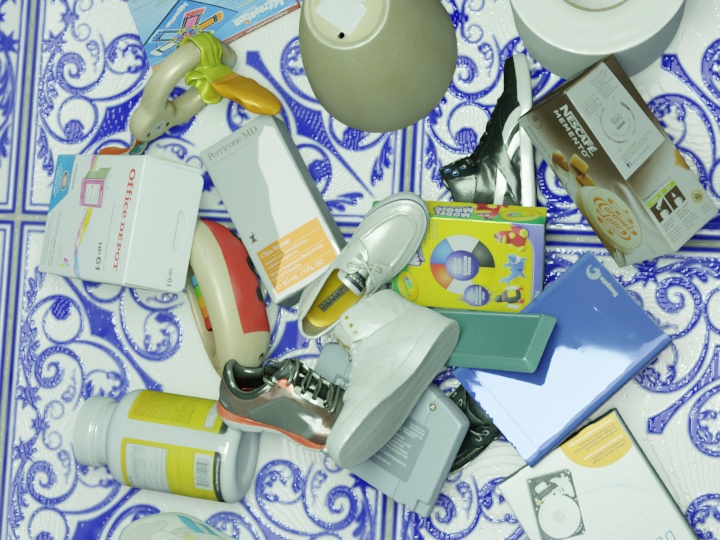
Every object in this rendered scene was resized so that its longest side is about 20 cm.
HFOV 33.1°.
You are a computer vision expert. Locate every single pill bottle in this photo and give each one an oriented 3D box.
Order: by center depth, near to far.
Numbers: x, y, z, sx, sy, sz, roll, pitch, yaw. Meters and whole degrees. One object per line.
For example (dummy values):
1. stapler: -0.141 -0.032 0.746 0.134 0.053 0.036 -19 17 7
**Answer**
1. pill bottle: -0.223 0.198 1.396 0.197 0.112 0.114 7 87 12

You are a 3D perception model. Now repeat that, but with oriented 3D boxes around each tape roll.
1. tape roll: 0.259 -0.318 1.323 0.199 0.139 0.206 -1 85 12

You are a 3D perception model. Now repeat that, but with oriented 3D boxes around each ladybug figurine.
1. ladybug figurine: -0.155 0.029 1.394 0.071 0.136 0.203 -16 84 -18

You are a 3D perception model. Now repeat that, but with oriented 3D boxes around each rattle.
1. rattle: -0.199 -0.165 1.420 0.143 0.130 0.200 42 99 -2

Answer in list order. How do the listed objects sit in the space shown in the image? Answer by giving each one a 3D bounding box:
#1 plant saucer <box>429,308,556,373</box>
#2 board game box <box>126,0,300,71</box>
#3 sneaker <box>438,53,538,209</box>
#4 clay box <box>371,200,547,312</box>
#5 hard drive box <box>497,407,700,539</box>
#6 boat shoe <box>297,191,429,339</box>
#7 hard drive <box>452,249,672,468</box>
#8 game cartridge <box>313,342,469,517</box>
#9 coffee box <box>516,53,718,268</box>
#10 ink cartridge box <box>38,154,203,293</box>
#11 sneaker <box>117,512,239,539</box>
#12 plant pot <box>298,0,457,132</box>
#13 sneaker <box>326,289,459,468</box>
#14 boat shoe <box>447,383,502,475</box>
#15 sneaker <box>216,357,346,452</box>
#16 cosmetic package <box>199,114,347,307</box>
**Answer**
1. plant saucer: 0.118 0.072 1.318 0.198 0.019 0.071 1 55 44
2. board game box: -0.180 -0.324 1.474 0.198 0.019 0.104 -24 80 9
3. sneaker: 0.142 -0.142 1.366 0.110 0.073 0.204 -2 87 10
4. clay box: 0.107 -0.016 1.352 0.197 0.048 0.117 3 120 11
5. hard drive box: 0.266 0.275 1.308 0.155 0.077 0.201 -34 80 8
6. boat shoe: 0.000 0.000 1.312 0.071 0.070 0.200 42 111 -12
7. hard drive: 0.214 0.094 1.294 0.200 0.025 0.132 -42 70 2
8. game cartridge: 0.023 0.168 1.356 0.199 0.040 0.135 29 104 29
9. coffee box: 0.271 -0.113 1.284 0.079 0.114 0.201 -38 96 -21
10. ink cartridge box: -0.278 -0.057 1.392 0.198 0.084 0.147 6 86 46
11. sneaker: -0.192 0.333 1.396 0.197 0.081 0.078 13 90 13
12. plant pot: 0.004 -0.264 1.340 0.184 0.200 0.191 -1 86 12
13. sneaker: 0.004 0.109 1.286 0.115 0.074 0.200 28 63 29
14. boat shoe: 0.136 0.152 1.349 0.199 0.066 0.075 -42 79 6
15. sneaker: -0.064 0.138 1.310 0.197 0.077 0.083 5 124 8
16. cosmetic package: -0.095 -0.070 1.411 0.101 0.071 0.202 -30 80 8
